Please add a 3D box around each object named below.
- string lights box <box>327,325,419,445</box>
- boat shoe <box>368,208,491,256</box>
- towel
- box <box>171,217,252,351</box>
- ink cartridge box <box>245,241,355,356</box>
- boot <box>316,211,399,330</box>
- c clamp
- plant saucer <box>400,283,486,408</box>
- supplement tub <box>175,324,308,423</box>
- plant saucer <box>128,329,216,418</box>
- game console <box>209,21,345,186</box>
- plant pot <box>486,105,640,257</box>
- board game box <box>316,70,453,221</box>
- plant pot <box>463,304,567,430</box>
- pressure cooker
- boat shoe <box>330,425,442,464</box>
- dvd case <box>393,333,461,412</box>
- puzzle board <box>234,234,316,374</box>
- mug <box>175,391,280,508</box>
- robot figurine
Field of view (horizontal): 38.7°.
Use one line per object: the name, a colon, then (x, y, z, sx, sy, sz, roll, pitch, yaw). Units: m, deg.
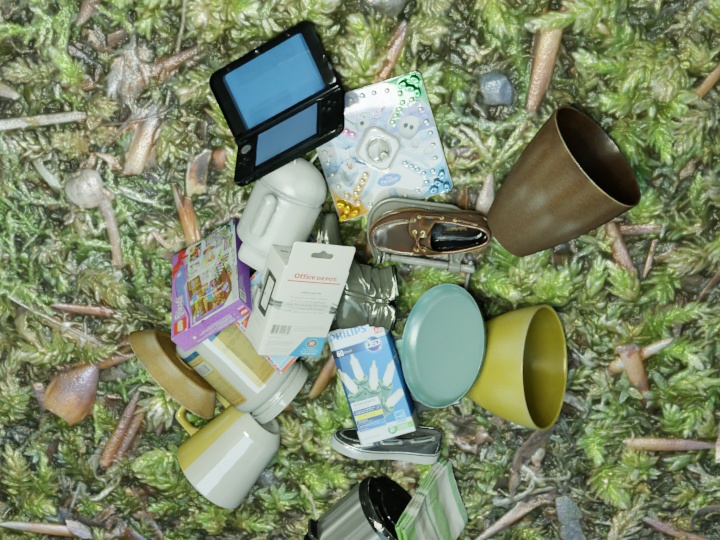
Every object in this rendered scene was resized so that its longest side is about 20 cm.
string lights box: (0.021, 0.182, 1.743, 0.101, 0.059, 0.203, -17, 95, 12)
boat shoe: (0.110, -0.059, 1.628, 0.196, 0.071, 0.072, -7, 114, 4)
towel: (0.131, 0.446, 1.798, 0.030, 0.200, 0.151, -9, 113, 32)
box: (-0.244, 0.020, 1.666, 0.136, 0.202, 0.039, -30, 130, 17)
ink cartridge box: (-0.094, 0.032, 1.601, 0.114, 0.068, 0.202, 4, 118, -32)
boot: (0.000, 0.000, 1.674, 0.128, 0.068, 0.204, -5, 96, 12)
c clamp: (0.100, -0.035, 1.685, 0.197, 0.027, 0.173, 13, 117, -4)
plant saucer: (0.140, 0.124, 1.678, 0.027, 0.201, 0.202, 11, 119, -37)
supplement tub: (-0.199, 0.147, 1.739, 0.144, 0.145, 0.200, -41, 103, 19)
plant saucer: (-0.307, 0.165, 1.736, 0.035, 0.200, 0.200, -44, 102, 3)
game console: (-0.134, -0.254, 1.574, 0.198, 0.177, 0.117, -25, 127, 19)
plant pot: (0.295, -0.116, 1.581, 0.186, 0.188, 0.200, 41, 125, -11)
board game box: (0.029, -0.194, 1.644, 0.197, 0.026, 0.203, -15, 110, 12)
plant pot: (0.241, 0.157, 1.691, 0.140, 0.200, 0.203, 0, 114, 32)
pressure cooker: (0.005, 0.491, 1.843, 0.200, 0.178, 0.177, -42, 74, 19)
boat shoe: (0.047, 0.294, 1.812, 0.196, 0.072, 0.069, 8, 115, 0)
dvd case: (0.067, 0.184, 1.794, 0.197, 0.022, 0.148, -10, 110, 11)
puzzle board: (-0.113, 0.047, 1.695, 0.200, 0.017, 0.151, -46, 105, -20)
mug: (-0.233, 0.302, 1.811, 0.186, 0.150, 0.153, 40, 103, -17)
robot figurine: (-0.124, -0.095, 1.622, 0.112, 0.170, 0.202, 28, 107, 9)
